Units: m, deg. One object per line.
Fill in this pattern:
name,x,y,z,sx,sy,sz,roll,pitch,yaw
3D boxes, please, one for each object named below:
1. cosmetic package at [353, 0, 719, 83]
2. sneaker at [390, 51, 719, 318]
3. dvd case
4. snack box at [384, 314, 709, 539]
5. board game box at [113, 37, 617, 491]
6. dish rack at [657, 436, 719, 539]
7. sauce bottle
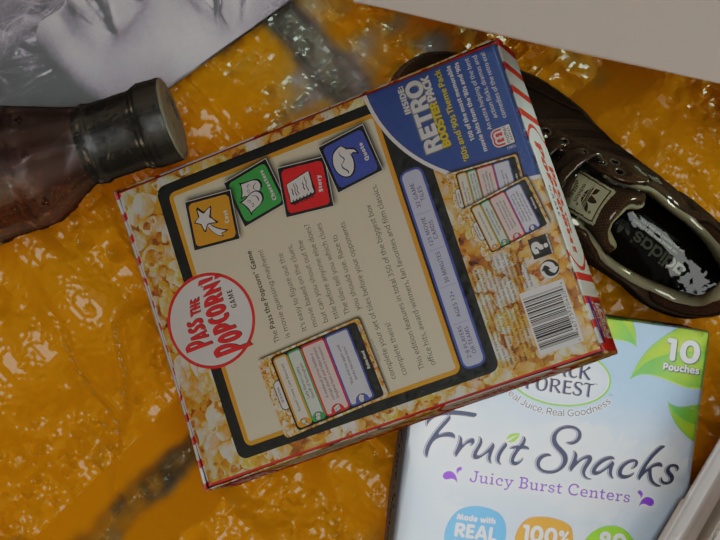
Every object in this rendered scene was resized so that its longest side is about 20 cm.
cosmetic package,0.103,-0.131,0.799,0.199,0.083,0.051,16,113,23
sneaker,0.104,-0.045,0.847,0.200,0.076,0.071,31,91,-4
dvd case,-0.130,-0.155,0.862,0.200,0.016,0.149,-35,93,-1
snack box,0.085,0.118,0.863,0.142,0.053,0.201,8,91,-4
board game box,0.000,0.000,0.820,0.199,0.046,0.152,-20,82,14
dish rack,0.250,0.117,0.850,0.171,0.044,0.200,34,82,-15
sauce bottle,-0.181,-0.042,0.829,0.199,0.066,0.066,-18,93,5
